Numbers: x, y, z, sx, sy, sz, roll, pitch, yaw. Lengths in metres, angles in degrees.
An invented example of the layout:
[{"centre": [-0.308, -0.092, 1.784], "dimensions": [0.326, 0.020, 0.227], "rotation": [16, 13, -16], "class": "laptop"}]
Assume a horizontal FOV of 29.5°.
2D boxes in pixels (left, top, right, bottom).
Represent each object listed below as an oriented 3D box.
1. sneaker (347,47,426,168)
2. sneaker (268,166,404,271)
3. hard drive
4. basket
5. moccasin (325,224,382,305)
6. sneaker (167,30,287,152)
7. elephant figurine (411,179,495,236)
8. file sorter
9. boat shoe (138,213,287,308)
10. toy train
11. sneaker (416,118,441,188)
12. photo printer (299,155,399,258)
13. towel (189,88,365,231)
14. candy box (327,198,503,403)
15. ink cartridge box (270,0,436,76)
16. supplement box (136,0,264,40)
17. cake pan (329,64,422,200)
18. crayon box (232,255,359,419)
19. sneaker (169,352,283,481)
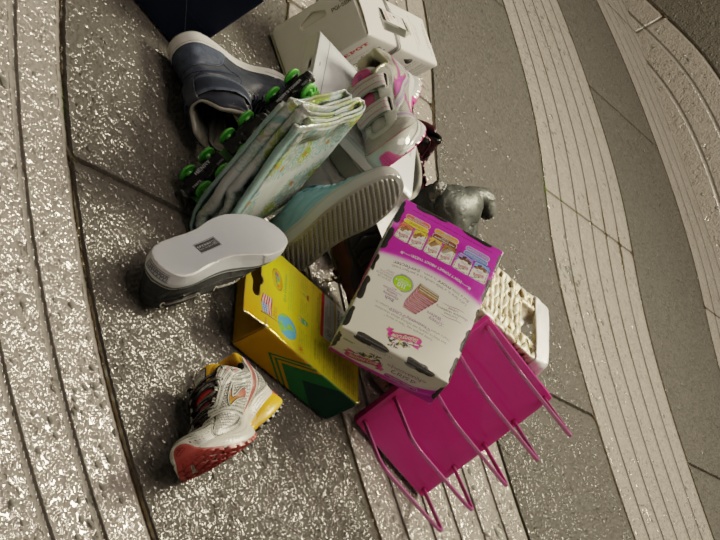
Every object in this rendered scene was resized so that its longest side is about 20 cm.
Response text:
[{"centre": [0.022, -0.196, 1.652], "dimensions": [0.088, 0.081, 0.200], "rotation": [42, 26, -29], "class": "sneaker"}, {"centre": [-0.041, -0.077, 1.575], "dimensions": [0.074, 0.200, 0.082], "rotation": [32, 35, -47], "class": "sneaker"}, {"centre": [-0.002, -0.190, 1.708], "dimensions": [0.200, 0.027, 0.132], "rotation": [45, 33, -29], "class": "hard drive"}, {"centre": [0.123, 0.093, 1.715], "dimensions": [0.123, 0.200, 0.136], "rotation": [45, 29, -21], "class": "basket"}, {"centre": [-0.001, 0.001, 1.681], "dimensions": [0.078, 0.074, 0.202], "rotation": [41, -18, 46], "class": "moccasin"}, {"centre": [-0.135, -0.186, 1.627], "dimensions": [0.202, 0.077, 0.146], "rotation": [22, 35, -40], "class": "sneaker"}, {"centre": [0.123, -0.014, 1.879], "dimensions": [0.155, 0.141, 0.201], "rotation": [3, 86, -34], "class": "elephant figurine"}, {"centre": [0.121, 0.183, 1.580], "dimensions": [0.139, 0.200, 0.125], "rotation": [50, 5, -24], "class": "file sorter"}, {"centre": [-0.156, -0.010, 1.421], "dimensions": [0.069, 0.057, 0.200], "rotation": [44, 34, 19], "class": "boat shoe"}, {"centre": [-0.122, -0.147, 1.530], "dimensions": [0.042, 0.200, 0.056], "rotation": [43, -9, 22], "class": "toy train"}, {"centre": [0.081, -0.138, 1.951], "dimensions": [0.200, 0.115, 0.076], "rotation": [57, 26, -10], "class": "sneaker"}, {"centre": [-0.027, -0.117, 1.783], "dimensions": [0.200, 0.069, 0.166], "rotation": [61, 27, -2], "class": "photo printer"}, {"centre": [-0.090, -0.118, 1.525], "dimensions": [0.048, 0.200, 0.171], "rotation": [47, 25, 9], "class": "towel"}, {"centre": [0.065, 0.034, 1.566], "dimensions": [0.136, 0.061, 0.200], "rotation": [29, 55, -2], "class": "candy box"}, {"centre": [-0.007, -0.311, 1.921], "dimensions": [0.200, 0.146, 0.083], "rotation": [8, 60, -58], "class": "ink cartridge box"}, {"centre": [-0.207, -0.412, 1.663], "dimensions": [0.200, 0.134, 0.200], "rotation": [49, 29, -25], "class": "supplement box"}, {"centre": [0.007, -0.173, 1.775], "dimensions": [0.200, 0.037, 0.201], "rotation": [40, 35, -35], "class": "cake pan"}, {"centre": [-0.080, 0.061, 1.536], "dimensions": [0.200, 0.051, 0.127], "rotation": [44, 31, -35], "class": "crayon box"}, {"centre": [-0.144, 0.140, 1.328], "dimensions": [0.082, 0.078, 0.200], "rotation": [55, 17, -5], "class": "sneaker"}]
